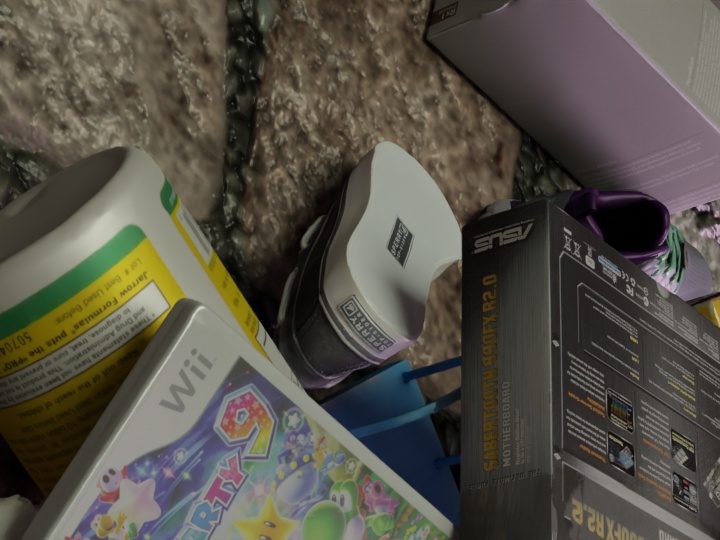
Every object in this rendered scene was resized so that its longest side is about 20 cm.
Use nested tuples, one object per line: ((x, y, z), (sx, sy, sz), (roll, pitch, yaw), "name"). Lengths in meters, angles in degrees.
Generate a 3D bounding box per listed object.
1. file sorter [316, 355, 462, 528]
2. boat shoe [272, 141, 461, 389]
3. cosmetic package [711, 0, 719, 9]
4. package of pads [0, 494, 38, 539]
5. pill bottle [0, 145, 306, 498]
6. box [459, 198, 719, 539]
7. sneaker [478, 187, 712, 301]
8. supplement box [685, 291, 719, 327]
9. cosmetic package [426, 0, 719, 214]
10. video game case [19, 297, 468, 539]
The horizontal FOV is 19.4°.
((0.053, 0.145, 0.974), (0.138, 0.122, 0.201), (-24, 95, -50), "file sorter")
((0.000, 0.000, 1.014), (0.072, 0.068, 0.200), (50, 22, -14), "boat shoe")
((0.325, -0.182, 1.354), (0.166, 0.199, 0.165), (56, 42, -16), "cosmetic package")
((-0.153, 0.196, 0.758), (0.155, 0.068, 0.200), (59, 40, -17), "package of pads")
((-0.081, 0.061, 0.858), (0.201, 0.112, 0.113), (57, 42, -17), "pill bottle")
((0.118, 0.081, 0.938), (0.200, 0.048, 0.160), (31, 52, -45), "box")
((0.156, -0.005, 1.178), (0.199, 0.087, 0.075), (8, 70, -47), "sneaker")
((0.177, 0.119, 1.114), (0.103, 0.130, 0.202), (-15, 86, -59), "supplement box")
((0.141, -0.120, 1.192), (0.200, 0.106, 0.091), (43, 48, -33), "cosmetic package")
((-0.039, 0.125, 0.810), (0.200, 0.018, 0.144), (43, 72, -34), "video game case")
